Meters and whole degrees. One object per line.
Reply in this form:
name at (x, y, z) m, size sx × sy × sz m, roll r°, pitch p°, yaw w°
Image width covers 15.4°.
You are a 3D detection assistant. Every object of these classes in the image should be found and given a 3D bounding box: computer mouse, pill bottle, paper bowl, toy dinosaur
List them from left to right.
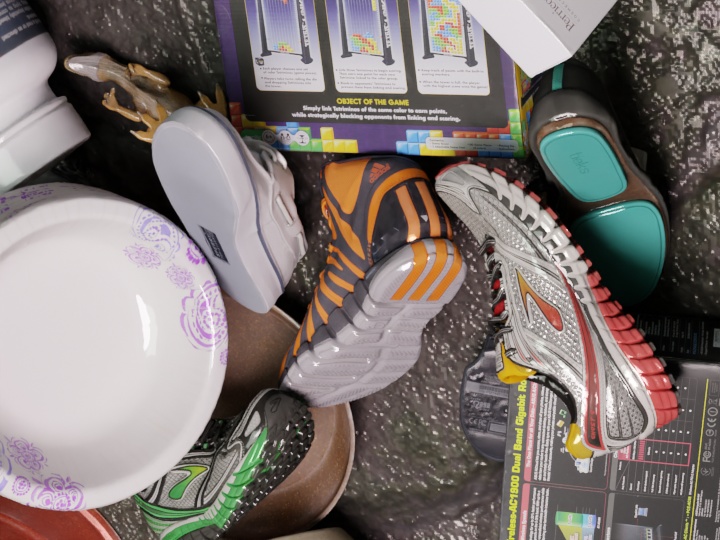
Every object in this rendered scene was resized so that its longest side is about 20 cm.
pill bottle at (-0.266, -0.144, 1.715) m, size 0.119 × 0.120 × 0.200 m, roll -34°, pitch 94°, yaw 33°
paper bowl at (-0.192, 0.044, 1.692) m, size 0.104 × 0.200 × 0.201 m, roll 22°, pitch 133°, yaw 63°
toy dinosaur at (-0.103, -0.084, 1.719) m, size 0.060 × 0.106 × 0.200 m, roll -44°, pitch 89°, yaw -3°
computer mouse at (0.104, 0.031, 1.694) m, size 0.058 × 0.034 × 0.200 m, roll 13°, pitch 114°, yaw 2°

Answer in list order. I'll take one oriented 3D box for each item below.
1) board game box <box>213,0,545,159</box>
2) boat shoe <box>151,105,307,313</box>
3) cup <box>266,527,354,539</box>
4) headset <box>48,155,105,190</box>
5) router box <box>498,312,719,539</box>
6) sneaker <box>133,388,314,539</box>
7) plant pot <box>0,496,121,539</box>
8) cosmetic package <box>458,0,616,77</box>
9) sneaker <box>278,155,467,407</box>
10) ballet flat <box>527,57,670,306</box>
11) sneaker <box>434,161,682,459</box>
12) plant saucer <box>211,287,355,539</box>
board game box at (0.010, -0.156, 1.629) m, size 0.199 × 0.057 × 0.166 m, roll 4°, pitch 113°, yaw 24°
boat shoe at (-0.076, -0.051, 1.652) m, size 0.073 × 0.065 × 0.200 m, roll 32°, pitch 159°, yaw 21°
cup at (-0.045, 0.253, 1.789) m, size 0.200 × 0.200 × 0.144 m, roll -18°, pitch 80°, yaw 30°
headset at (-0.232, 0.017, 1.796) m, size 0.094 × 0.123 × 0.200 m, roll 44°, pitch 111°, yaw 23°
router box at (0.164, 0.125, 1.672) m, size 0.149 × 0.062 × 0.200 m, roll 5°, pitch 116°, yaw 5°
sneaker at (-0.100, 0.126, 1.740) m, size 0.085 × 0.078 × 0.200 m, roll 48°, pitch 140°, yaw 2°
plant pot at (-0.283, 0.270, 1.885) m, size 0.200 × 0.195 × 0.201 m, roll 10°, pitch 118°, yaw 19°
cosmetic package at (0.080, -0.232, 1.485) m, size 0.200 × 0.151 × 0.052 m, roll 46°, pitch 154°, yaw -12°
sneaker at (0.000, 0.000, 1.684) m, size 0.200 × 0.077 × 0.112 m, roll -49°, pitch 48°, yaw 44°
ballet flat at (0.145, -0.057, 1.597) m, size 0.068 × 0.069 × 0.200 m, roll -9°, pitch 145°, yaw 10°
sneaker at (0.103, 0.021, 1.570) m, size 0.082 × 0.078 × 0.200 m, roll -34°, pitch 81°, yaw -3°
plant saucer at (-0.090, 0.090, 1.805) m, size 0.200 × 0.037 × 0.201 m, roll 11°, pitch 119°, yaw 20°
